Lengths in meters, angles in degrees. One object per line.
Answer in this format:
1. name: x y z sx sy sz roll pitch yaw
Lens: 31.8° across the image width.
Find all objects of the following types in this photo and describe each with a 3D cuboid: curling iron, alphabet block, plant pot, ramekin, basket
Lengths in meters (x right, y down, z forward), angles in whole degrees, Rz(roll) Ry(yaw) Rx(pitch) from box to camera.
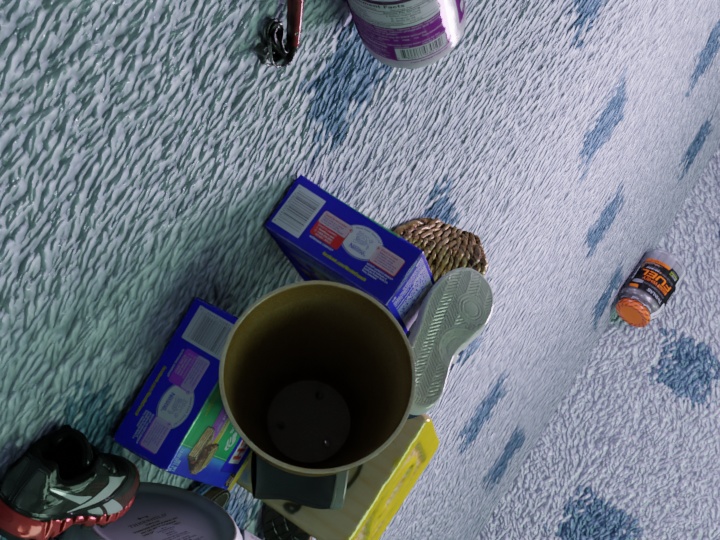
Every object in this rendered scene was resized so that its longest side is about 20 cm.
1. curling iron: -0.059 -0.263 1.107 0.050 0.025 0.201 -41 152 -49
2. alphabet block: -0.039 0.221 1.541 0.196 0.200 0.196 -57 165 -9
3. plant pot: -0.046 0.131 1.278 0.187 0.186 0.200 -53 171 -18
4. ramekin: -0.211 0.296 1.275 0.200 0.200 0.105 -16 123 -63
5. basket: 0.070 0.025 1.762 0.143 0.148 0.201 -96 -156 -64

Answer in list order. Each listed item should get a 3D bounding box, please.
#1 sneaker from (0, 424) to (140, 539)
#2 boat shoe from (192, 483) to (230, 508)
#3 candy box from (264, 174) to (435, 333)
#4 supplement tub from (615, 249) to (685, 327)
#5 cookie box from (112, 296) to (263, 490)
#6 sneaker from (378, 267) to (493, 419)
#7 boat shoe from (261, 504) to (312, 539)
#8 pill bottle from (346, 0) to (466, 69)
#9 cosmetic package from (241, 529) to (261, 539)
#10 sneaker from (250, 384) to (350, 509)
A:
1. sneaker: -0.260 0.191 1.179 0.098 0.071 0.200 -62 159 12
2. boat shoe: -0.209 0.342 1.506 0.200 0.072 0.072 -54 159 -17
3. candy box: 0.000 0.000 1.401 0.077 0.169 0.200 -53 159 -11
4. supplement tub: 0.778 0.049 3.407 0.200 0.122 0.123 -52 158 -24
5. cookie box: -0.155 0.137 1.352 0.172 0.075 0.200 -60 161 -6
6. sneaker: 0.073 0.080 1.359 0.200 0.075 0.085 -53 -176 -36
7. boat shoe: -0.101 0.367 1.822 0.074 0.075 0.201 -80 176 -57
8. pill bottle: 0.035 -0.282 1.183 0.112 0.112 0.200 -56 160 -12
9. cosmetic package: -0.170 0.434 1.650 0.151 0.052 0.200 -57 -175 -2
10. sneaker: -0.064 0.161 1.408 0.075 0.106 0.201 130 -34 -72
